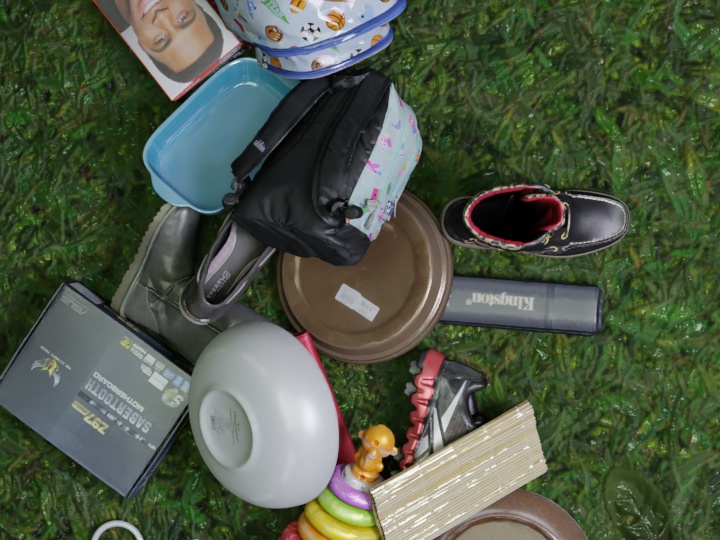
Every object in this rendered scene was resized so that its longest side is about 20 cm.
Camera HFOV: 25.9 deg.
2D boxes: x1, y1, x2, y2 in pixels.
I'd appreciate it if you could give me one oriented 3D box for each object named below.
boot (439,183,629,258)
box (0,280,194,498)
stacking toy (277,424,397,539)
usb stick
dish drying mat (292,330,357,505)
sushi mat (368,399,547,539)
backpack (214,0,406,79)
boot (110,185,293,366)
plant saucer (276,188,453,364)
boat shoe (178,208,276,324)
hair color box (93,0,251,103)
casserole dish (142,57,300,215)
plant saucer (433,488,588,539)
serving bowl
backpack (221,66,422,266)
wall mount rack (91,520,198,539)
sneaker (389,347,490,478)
[{"bbox_3d":[0.185,-0.052,1.587,0.199,0.151,0.073,3,89,-2],"label":"boot"},{"bbox_3d":[-0.287,0.130,1.734,0.200,0.051,0.158,36,99,7],"label":"box"},{"bbox_3d":[-0.011,0.243,1.636,0.116,0.110,0.200,27,112,13],"label":"stacking toy"},{"bbox_3d":[0.159,0.036,1.662,0.199,0.033,0.056,5,94,10],"label":"usb stick"},{"bbox_3d":[-0.057,0.163,1.679,0.077,0.018,0.200,-18,108,8],"label":"dish drying mat"},{"bbox_3d":[0.103,0.219,1.627,0.200,0.012,0.096,-28,122,-16],"label":"sushi mat"},{"bbox_3d":[-0.049,-0.281,1.594,0.200,0.190,0.154,-32,114,-11],"label":"backpack"},{"bbox_3d":[-0.153,0.030,1.697,0.200,0.073,0.182,33,110,13],"label":"boot"},{"bbox_3d":[0.000,0.000,1.673,0.200,0.029,0.201,-2,85,17],"label":"plant saucer"},{"bbox_3d":[-0.121,-0.028,1.653,0.067,0.057,0.200,36,65,-11],"label":"boat shoe"},{"bbox_3d":[-0.221,-0.290,1.703,0.101,0.061,0.200,-40,86,8],"label":"hair color box"},{"bbox_3d":[-0.141,-0.139,1.674,0.121,0.039,0.200,40,74,13],"label":"casserole dish"},{"bbox_3d":[0.153,0.333,1.674,0.200,0.034,0.201,0,91,9],"label":"plant saucer"},{"bbox_3d":[-0.115,0.155,1.610,0.200,0.066,0.201,15,112,43],"label":"serving bowl"},{"bbox_3d":[-0.025,-0.110,1.613,0.167,0.127,0.200,17,70,29],"label":"backpack"},{"bbox_3d":[-0.231,0.370,1.720,0.173,0.075,0.200,-17,90,10],"label":"wall mount rack"},{"bbox_3d":[0.088,0.187,1.660,0.098,0.071,0.201,11,93,10],"label":"sneaker"}]
